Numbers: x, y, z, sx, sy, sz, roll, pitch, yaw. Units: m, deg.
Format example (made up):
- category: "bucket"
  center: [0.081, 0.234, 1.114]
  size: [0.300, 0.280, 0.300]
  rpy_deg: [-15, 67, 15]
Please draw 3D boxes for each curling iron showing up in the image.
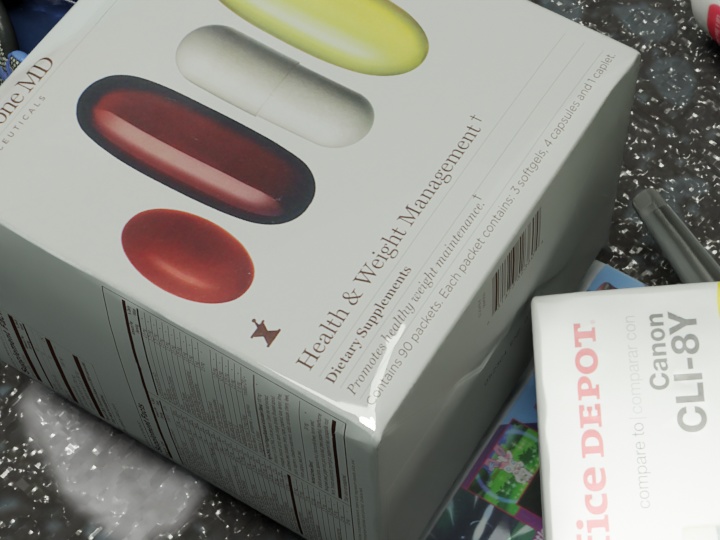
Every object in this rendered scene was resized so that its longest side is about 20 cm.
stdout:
- category: "curling iron"
  center: [0.184, 0.039, 0.706]
  size: [0.050, 0.026, 0.200]
  rpy_deg: [-36, 66, -10]

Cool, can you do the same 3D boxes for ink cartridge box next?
- category: "ink cartridge box"
  center: [0.167, 0.081, 0.629]
  size: [0.200, 0.083, 0.145]
  rpy_deg: [-4, 66, 8]

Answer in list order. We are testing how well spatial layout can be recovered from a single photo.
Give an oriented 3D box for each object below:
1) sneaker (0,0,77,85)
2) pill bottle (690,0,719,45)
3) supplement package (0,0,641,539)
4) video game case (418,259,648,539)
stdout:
- category: "sneaker"
  center: [-0.153, -0.146, 0.826]
  size: [0.075, 0.078, 0.200]
  rpy_deg: [-12, 59, -6]
- category: "pill bottle"
  center: [0.260, -0.099, 0.765]
  size: [0.111, 0.111, 0.200]
  rpy_deg: [-35, 64, -18]
- category: "supplement package"
  center: [-0.026, -0.022, 0.664]
  size: [0.200, 0.147, 0.191]
  rpy_deg: [27, 64, 17]
- category: "video game case"
  center: [0.128, 0.111, 0.696]
  size: [0.182, 0.023, 0.200]
  rpy_deg: [28, 65, 17]
